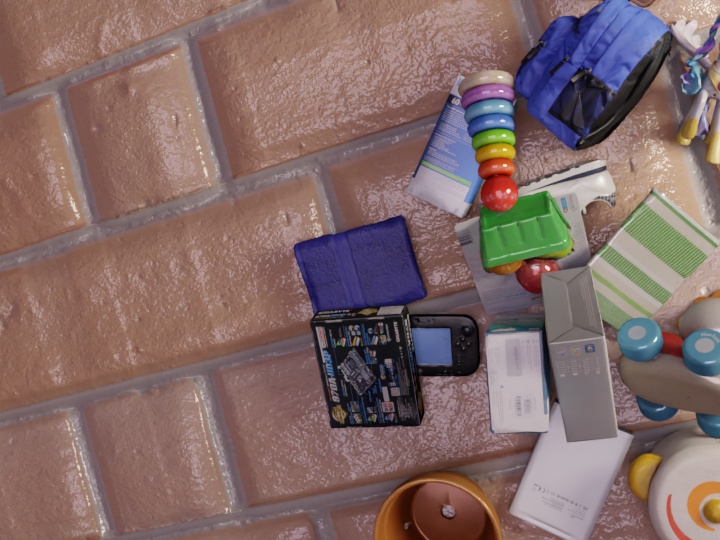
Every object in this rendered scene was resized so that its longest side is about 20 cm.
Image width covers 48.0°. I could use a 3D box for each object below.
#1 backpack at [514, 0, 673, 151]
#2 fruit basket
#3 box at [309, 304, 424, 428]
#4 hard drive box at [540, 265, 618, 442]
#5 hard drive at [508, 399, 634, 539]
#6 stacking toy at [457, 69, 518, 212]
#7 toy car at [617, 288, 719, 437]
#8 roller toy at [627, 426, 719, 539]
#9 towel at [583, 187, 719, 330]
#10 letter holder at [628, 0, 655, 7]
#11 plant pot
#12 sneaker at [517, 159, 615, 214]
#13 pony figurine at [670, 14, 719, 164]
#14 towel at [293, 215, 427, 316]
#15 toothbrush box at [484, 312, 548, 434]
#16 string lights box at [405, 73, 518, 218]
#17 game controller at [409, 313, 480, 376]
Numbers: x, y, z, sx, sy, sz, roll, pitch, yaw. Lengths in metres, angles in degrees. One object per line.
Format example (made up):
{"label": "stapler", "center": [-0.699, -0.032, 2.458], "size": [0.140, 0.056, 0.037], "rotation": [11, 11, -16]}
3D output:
{"label": "backpack", "center": [0.333, -0.294, 1.156], "size": [0.168, 0.162, 0.200], "rotation": [42, 117, 7]}
{"label": "fruit basket", "center": [0.257, -0.023, 1.238], "size": [0.184, 0.094, 0.200], "rotation": [-14, 134, 17]}
{"label": "box", "center": [0.013, 0.161, 1.328], "size": [0.158, 0.046, 0.201], "rotation": [-5, 108, 17]}
{"label": "hard drive box", "center": [0.317, 0.122, 1.173], "size": [0.076, 0.156, 0.201], "rotation": [-10, 125, 15]}
{"label": "hard drive", "center": [0.335, 0.324, 1.293], "size": [0.131, 0.026, 0.201], "rotation": [22, 99, 12]}
{"label": "stacking toy", "center": [0.192, -0.184, 1.177], "size": [0.085, 0.085, 0.201], "rotation": [-7, 78, 15]}
{"label": "toy car", "center": [0.494, 0.103, 1.189], "size": [0.176, 0.185, 0.200], "rotation": [10, 53, 39]}
{"label": "roller toy", "center": [0.512, 0.330, 1.188], "size": [0.182, 0.140, 0.201], "rotation": [-33, 85, 15]}
{"label": "towel", "center": [0.423, -0.008, 1.214], "size": [0.152, 0.023, 0.200], "rotation": [33, 105, -20]}
{"label": "letter holder", "center": [0.417, -0.488, 1.170], "size": [0.142, 0.101, 0.201], "rotation": [35, 102, 8]}
{"label": "plant pot", "center": [0.133, 0.409, 1.295], "size": [0.199, 0.140, 0.202], "rotation": [1, 95, 15]}
{"label": "sneaker", "center": [0.292, -0.107, 1.250], "size": [0.199, 0.076, 0.081], "rotation": [-17, 99, 17]}
{"label": "pony figurine", "center": [0.505, -0.272, 1.134], "size": [0.166, 0.193, 0.201], "rotation": [15, 117, 16]}
{"label": "towel", "center": [0.000, 0.000, 1.349], "size": [0.199, 0.050, 0.149], "rotation": [-15, 98, 15]}
{"label": "toothbrush box", "center": [0.240, 0.149, 1.215], "size": [0.085, 0.200, 0.148], "rotation": [-4, 93, 14]}
{"label": "string lights box", "center": [0.161, -0.195, 1.280], "size": [0.102, 0.059, 0.201], "rotation": [27, 100, 11]}
{"label": "game controller", "center": [0.097, 0.123, 1.332], "size": [0.199, 0.042, 0.105], "rotation": [-1, 94, 16]}
